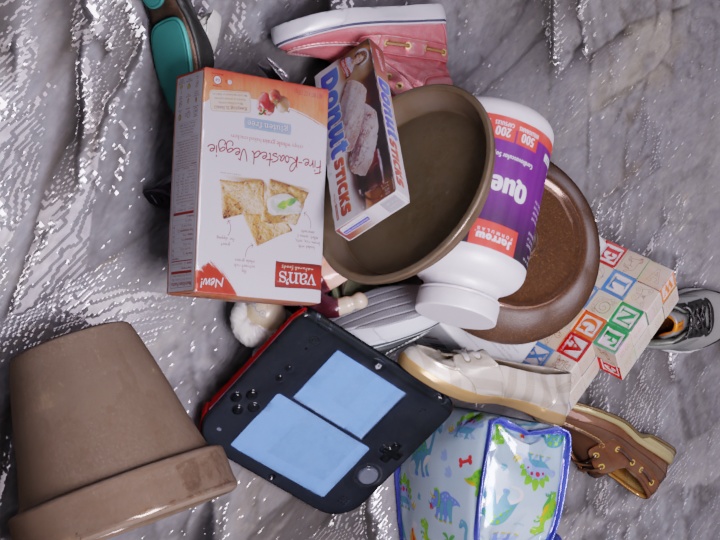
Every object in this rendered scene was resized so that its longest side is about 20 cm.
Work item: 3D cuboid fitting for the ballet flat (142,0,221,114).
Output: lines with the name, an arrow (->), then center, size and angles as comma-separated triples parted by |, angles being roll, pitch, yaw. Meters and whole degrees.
ballet flat -> -0.167, -0.242, 1.428 | 0.068, 0.068, 0.201 | -27, 105, -35

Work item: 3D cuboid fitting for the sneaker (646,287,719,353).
sneaker -> 0.354, 0.060, 1.733 | 0.199, 0.079, 0.075 | -5, 93, -31

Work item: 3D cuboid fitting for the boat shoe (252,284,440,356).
boat shoe -> -0.005, 0.073, 1.501 | 0.199, 0.072, 0.071 | -19, 119, 11

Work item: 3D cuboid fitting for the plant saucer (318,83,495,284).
plant saucer -> 0.043, -0.075, 1.393 | 0.029, 0.199, 0.201 | 35, 75, -41

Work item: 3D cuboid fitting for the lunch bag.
lunch bag -> 0.115, 0.242, 1.548 | 0.127, 0.170, 0.202 | 13, 85, -27

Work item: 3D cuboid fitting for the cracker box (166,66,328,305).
cracker box -> -0.100, -0.072, 1.395 | 0.133, 0.058, 0.202 | 5, 84, -35

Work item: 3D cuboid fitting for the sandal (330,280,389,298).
sandal -> 0.001, 0.001, 1.537 | 0.079, 0.057, 0.202 | -16, 99, -29

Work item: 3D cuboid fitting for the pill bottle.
pill bottle -> 0.109, -0.052, 1.433 | 0.112, 0.112, 0.201 | 21, 73, -29

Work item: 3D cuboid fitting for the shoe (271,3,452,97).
shoe -> 0.007, -0.209, 1.524 | 0.199, 0.071, 0.092 | -11, 92, -34

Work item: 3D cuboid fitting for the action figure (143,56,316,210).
action figure -> -0.108, -0.116, 1.468 | 0.200, 0.069, 0.130 | -46, 106, -25

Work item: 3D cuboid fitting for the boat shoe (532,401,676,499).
boat shoe -> 0.264, 0.193, 1.689 | 0.199, 0.072, 0.068 | 28, 76, -30

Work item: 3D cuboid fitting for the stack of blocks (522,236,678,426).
stack of blocks -> 0.234, 0.067, 1.635 | 0.200, 0.115, 0.059 | -51, 147, -18

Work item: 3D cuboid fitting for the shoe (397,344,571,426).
shoe -> 0.124, 0.100, 1.500 | 0.199, 0.070, 0.054 | 19, 99, -30

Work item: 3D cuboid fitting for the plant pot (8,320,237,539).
plant pot -> -0.227, 0.143, 1.350 | 0.199, 0.200, 0.176 | -16, 83, -29

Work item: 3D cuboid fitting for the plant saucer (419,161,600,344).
plant saucer -> 0.150, -0.029, 1.518 | 0.199, 0.037, 0.202 | 3, 79, -14

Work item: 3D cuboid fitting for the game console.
game console -> -0.035, 0.141, 1.482 | 0.199, 0.031, 0.177 | 34, 115, -27

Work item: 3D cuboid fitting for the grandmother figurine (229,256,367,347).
grandmother figurine -> -0.045, -0.003, 1.475 | 0.200, 0.121, 0.061 | -42, 146, -2

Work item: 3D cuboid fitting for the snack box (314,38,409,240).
snack box -> -0.001, -0.123, 1.423 | 0.024, 0.072, 0.201 | 34, 35, -39

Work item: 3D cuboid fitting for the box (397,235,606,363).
box -> 0.138, 0.004, 1.594 | 0.124, 0.097, 0.200 | 46, 71, -23
